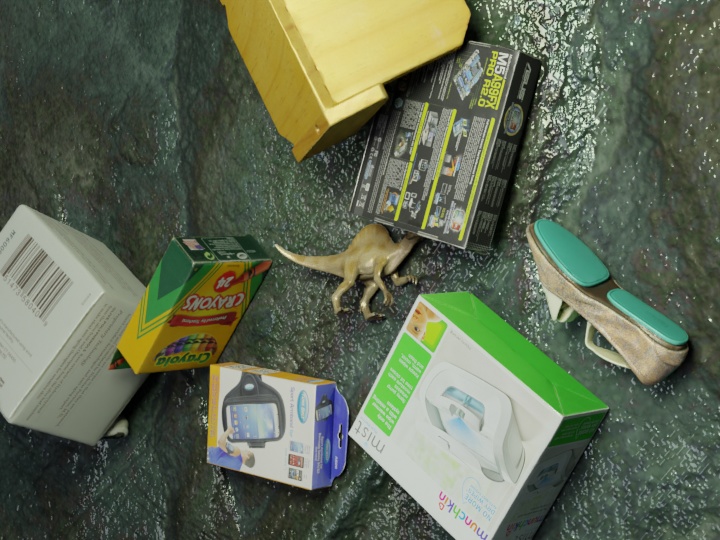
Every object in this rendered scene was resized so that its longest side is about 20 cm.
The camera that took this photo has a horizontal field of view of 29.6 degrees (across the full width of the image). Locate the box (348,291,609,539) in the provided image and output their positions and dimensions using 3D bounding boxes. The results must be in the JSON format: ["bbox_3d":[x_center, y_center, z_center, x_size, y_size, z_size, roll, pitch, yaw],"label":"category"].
[{"bbox_3d":[0.113,0.149,1.346,0.200,0.096,0.178,41,115,31],"label":"box"}]

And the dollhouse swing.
[{"bbox_3d":[-0.015,-0.253,1.389,0.201,0.175,0.182,63,159,3],"label":"dollhouse swing"}]

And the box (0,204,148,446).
[{"bbox_3d":[-0.373,0.070,1.685,0.199,0.171,0.201,41,96,32],"label":"box"}]

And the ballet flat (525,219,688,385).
[{"bbox_3d":[0.216,0.034,1.272,0.200,0.068,0.068,46,127,32],"label":"ballet flat"}]

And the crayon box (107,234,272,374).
[{"bbox_3d":[-0.200,0.052,1.597,0.051,0.126,0.201,47,121,29],"label":"crayon box"}]

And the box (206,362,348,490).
[{"bbox_3d":[-0.097,0.178,1.567,0.199,0.041,0.121,6,95,43],"label":"box"}]

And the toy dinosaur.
[{"bbox_3d":[0.000,0.000,1.477,0.198,0.058,0.102,-12,69,33],"label":"toy dinosaur"}]

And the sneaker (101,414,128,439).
[{"bbox_3d":[-0.373,0.162,1.791,0.199,0.075,0.082,25,99,37],"label":"sneaker"}]

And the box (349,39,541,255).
[{"bbox_3d":[0.083,-0.133,1.378,0.159,0.044,0.202,18,95,39],"label":"box"}]
